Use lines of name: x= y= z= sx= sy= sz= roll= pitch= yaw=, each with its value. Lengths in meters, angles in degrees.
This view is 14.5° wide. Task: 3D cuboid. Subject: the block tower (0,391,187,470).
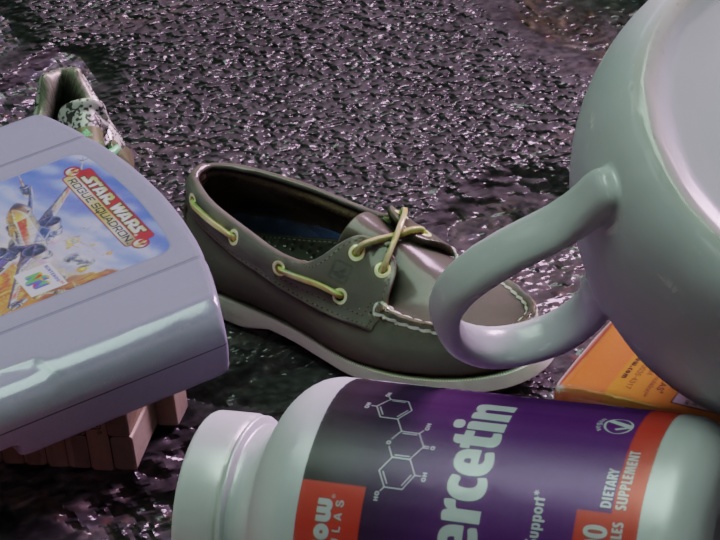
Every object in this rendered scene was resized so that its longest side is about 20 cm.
block tower: x=-0.180 y=0.047 z=1.228 sx=0.199 sy=0.054 sz=0.058 roll=1 pitch=31 yaw=12

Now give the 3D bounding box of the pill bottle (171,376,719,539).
pill bottle: x=0.036 y=0.100 z=1.038 sx=0.199 sy=0.113 sz=0.113 roll=5 pitch=31 yaw=19

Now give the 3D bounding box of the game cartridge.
game cartridge: x=-0.143 y=0.000 z=1.209 sx=0.133 sy=0.042 sz=0.200 roll=-25 pitch=39 yaw=-19

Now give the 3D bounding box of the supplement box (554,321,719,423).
supplement box: x=0.178 y=0.076 z=1.103 sx=0.199 sy=0.067 sz=0.069 roll=11 pitch=33 yaw=28

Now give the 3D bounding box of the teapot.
teapot: x=0.156 y=-0.012 z=1.054 sx=0.199 sy=0.146 sz=0.198 roll=31 pitch=55 yaw=5

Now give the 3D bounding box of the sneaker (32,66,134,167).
sneaker: x=-0.131 y=-0.033 z=1.322 sx=0.077 sy=0.089 sz=0.200 roll=-13 pitch=31 yaw=-13

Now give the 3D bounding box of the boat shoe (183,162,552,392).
boat shoe: x=-0.002 y=0.001 z=1.269 sx=0.201 sy=0.061 sz=0.072 roll=18 pitch=37 yaw=35
